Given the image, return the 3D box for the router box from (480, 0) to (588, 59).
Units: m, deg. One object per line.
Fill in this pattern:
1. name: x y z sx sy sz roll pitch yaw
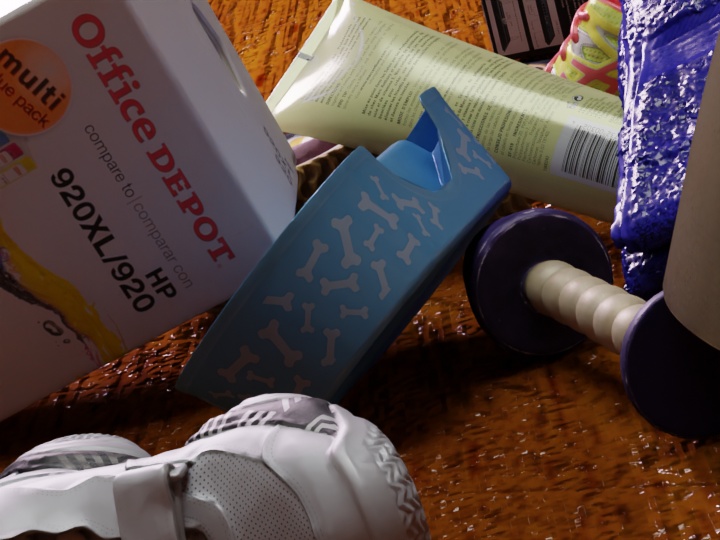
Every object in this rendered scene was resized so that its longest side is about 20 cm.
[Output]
1. router box: 0.176 -0.189 1.783 0.157 0.052 0.200 -10 13 21

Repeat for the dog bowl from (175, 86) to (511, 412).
1. dog bowl: 0.000 0.000 1.063 0.112 0.050 0.200 -54 -3 24

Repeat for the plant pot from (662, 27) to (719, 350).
1. plant pot: 0.187 -0.083 0.847 0.187 0.200 0.187 0 19 0

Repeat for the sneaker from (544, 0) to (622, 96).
1. sneaker: 0.122 -0.098 1.333 0.200 0.090 0.078 -20 8 38

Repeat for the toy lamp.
1. toy lamp: 0.081 0.013 0.996 0.058 0.058 0.200 -18 11 -12

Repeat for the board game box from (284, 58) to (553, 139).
1. board game box: 0.013 -0.060 1.455 0.135 0.035 0.200 -6 15 38

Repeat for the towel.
1. towel: 0.155 -0.083 1.094 0.148 0.050 0.200 -34 30 27

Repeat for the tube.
1. tube: 0.054 -0.066 1.223 0.200 0.052 0.058 20 24 28

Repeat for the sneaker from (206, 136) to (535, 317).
1. sneaker: -0.007 -0.041 1.302 0.200 0.075 0.090 -19 18 -20

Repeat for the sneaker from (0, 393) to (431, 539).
1. sneaker: -0.074 0.091 0.806 0.115 0.075 0.200 -26 11 -38

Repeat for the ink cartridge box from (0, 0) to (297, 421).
1. ink cartridge box: -0.145 -0.039 1.158 0.200 0.147 0.145 -28 19 10
